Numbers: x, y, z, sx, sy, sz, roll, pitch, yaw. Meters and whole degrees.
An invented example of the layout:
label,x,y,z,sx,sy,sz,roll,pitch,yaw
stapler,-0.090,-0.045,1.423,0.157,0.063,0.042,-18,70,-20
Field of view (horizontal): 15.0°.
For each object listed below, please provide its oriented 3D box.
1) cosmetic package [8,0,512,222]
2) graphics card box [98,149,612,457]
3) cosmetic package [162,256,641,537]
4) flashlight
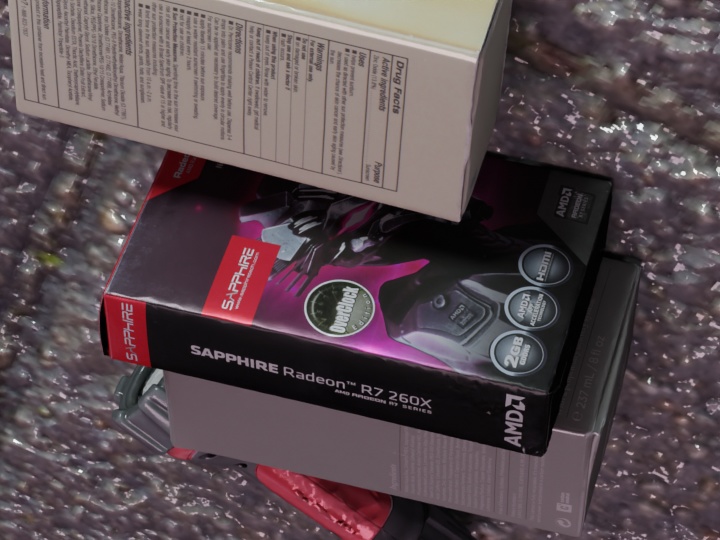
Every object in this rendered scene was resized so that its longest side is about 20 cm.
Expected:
label,x,y,z,sx,sy,sz,roll,pitch,yaw
cosmetic package,-0.041,-0.099,1.127,0.199,0.071,0.105,15,141,7
graphics card box,0.000,0.000,1.184,0.199,0.126,0.051,14,140,10
cosmetic package,0.018,0.038,1.238,0.199,0.107,0.090,12,141,7
flashlight,-0.028,0.101,1.364,0.200,0.068,0.068,36,136,-17
